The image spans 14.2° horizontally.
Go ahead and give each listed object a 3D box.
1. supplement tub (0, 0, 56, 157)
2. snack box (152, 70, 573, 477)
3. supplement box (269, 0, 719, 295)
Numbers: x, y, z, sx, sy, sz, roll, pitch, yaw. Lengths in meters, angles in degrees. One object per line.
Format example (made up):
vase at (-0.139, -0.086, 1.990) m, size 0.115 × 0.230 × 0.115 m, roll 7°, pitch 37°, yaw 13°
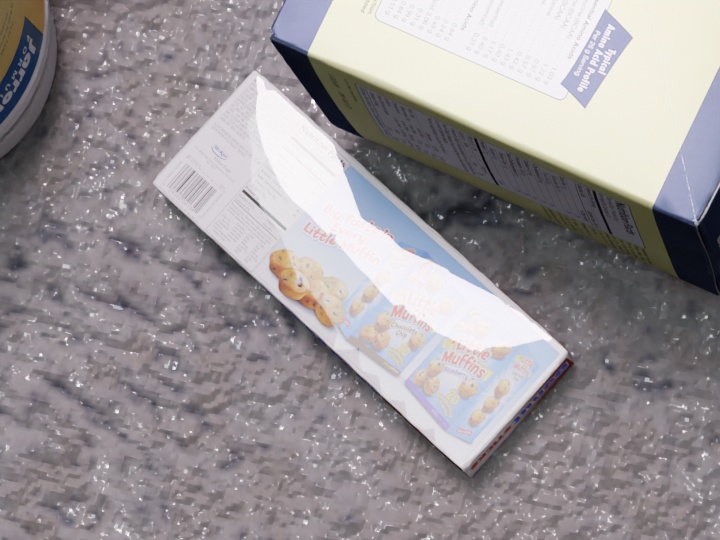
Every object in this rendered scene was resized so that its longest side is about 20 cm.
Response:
supplement tub at (-0.221, -0.122, 1.282) m, size 0.144 × 0.200 × 0.146 m, roll -2°, pitch 78°, yaw 11°
snack box at (0.000, 0.000, 1.305) m, size 0.200 × 0.024 × 0.072 m, roll 42°, pitch 87°, yaw 16°
supplement box at (0.102, -0.128, 1.230) m, size 0.199 × 0.134 × 0.201 m, roll 25°, pitch 84°, yaw 15°
